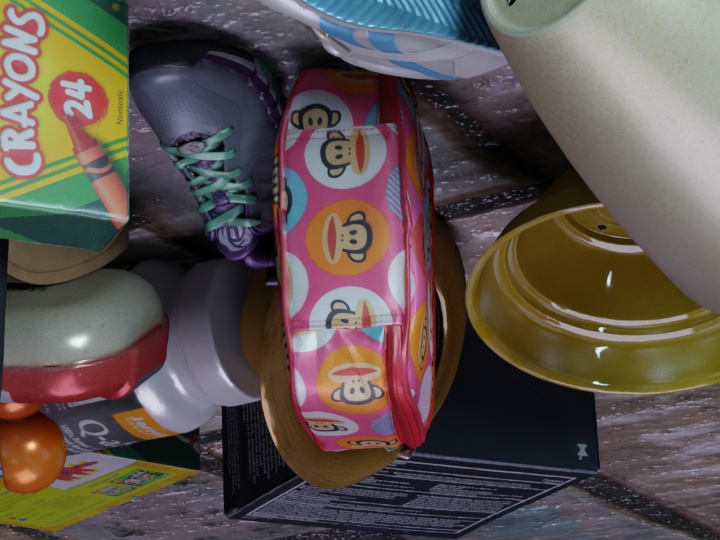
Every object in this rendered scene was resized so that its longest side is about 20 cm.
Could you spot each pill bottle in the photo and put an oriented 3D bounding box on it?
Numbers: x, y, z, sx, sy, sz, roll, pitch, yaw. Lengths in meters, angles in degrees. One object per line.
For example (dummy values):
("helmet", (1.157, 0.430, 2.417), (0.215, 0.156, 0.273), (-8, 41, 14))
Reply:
("pill bottle", (-0.158, 0.056, 1.722), (0.199, 0.117, 0.116), (-12, 157, 27))

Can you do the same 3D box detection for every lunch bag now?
("lunch bag", (0.000, 0.000, 1.464), (0.082, 0.201, 0.176), (-2, 163, 5))

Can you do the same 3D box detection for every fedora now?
("fedora", (-0.016, 0.038, 1.659), (0.082, 0.201, 0.200), (22, 177, 38))

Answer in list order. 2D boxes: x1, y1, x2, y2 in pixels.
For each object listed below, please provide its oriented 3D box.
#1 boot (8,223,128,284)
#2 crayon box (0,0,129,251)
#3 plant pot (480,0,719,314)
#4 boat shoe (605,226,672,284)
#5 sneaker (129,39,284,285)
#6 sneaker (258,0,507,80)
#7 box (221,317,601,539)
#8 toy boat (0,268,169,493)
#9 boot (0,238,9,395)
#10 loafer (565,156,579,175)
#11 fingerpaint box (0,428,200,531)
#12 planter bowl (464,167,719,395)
("boot", (-0.262, -0.021, 1.595), (0.200, 0.071, 0.146), (6, 169, -40))
("crayon box", (-0.217, -0.086, 1.321), (0.199, 0.127, 0.051), (6, 158, -22))
("plant pot", (0.157, -0.105, 1.268), (0.187, 0.188, 0.200), (-20, 139, 39))
("boat shoe", (0.254, -0.007, 1.648), (0.199, 0.072, 0.068), (-4, 158, 13))
("sneaker", (-0.071, -0.059, 1.459), (0.074, 0.088, 0.200), (-9, 159, 18))
("sneaker", (-0.001, -0.135, 1.282), (0.200, 0.077, 0.081), (18, 156, -37))
("box", (0.033, 0.103, 1.850), (0.199, 0.124, 0.198), (8, 159, -28))
("toy boat", (-0.213, 0.073, 1.600), (0.199, 0.131, 0.130), (0, -164, 21))
("boot", (-0.197, -0.012, 1.412), (0.065, 0.201, 0.165), (-17, 155, 35))
("loafer", (0.206, -0.082, 1.438), (0.199, 0.073, 0.071), (-6, 161, 12))
("fingerpaint box", (-0.244, 0.130, 1.971), (0.166, 0.074, 0.200), (13, 155, -36))
("planter bowl", (0.164, -0.013, 1.564), (0.200, 0.084, 0.201), (3, 145, 2))
